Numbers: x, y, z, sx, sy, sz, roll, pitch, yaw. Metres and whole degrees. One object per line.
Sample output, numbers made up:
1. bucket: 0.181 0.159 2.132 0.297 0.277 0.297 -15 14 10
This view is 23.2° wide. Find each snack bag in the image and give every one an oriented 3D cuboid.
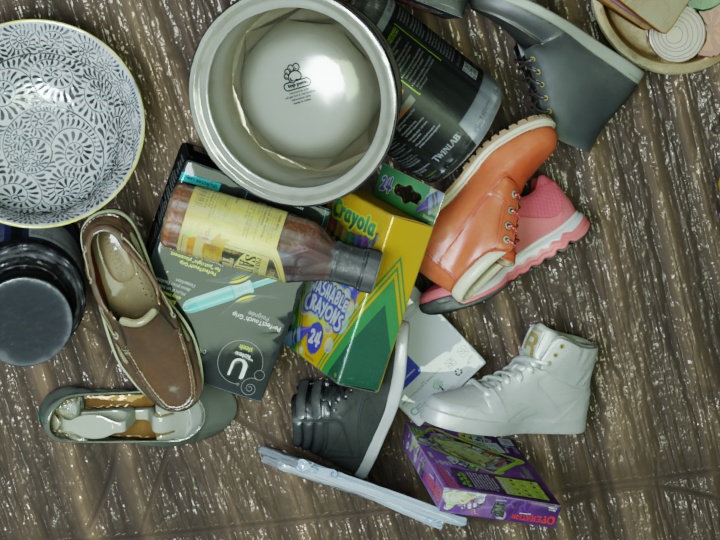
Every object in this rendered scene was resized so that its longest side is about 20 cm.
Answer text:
1. snack bag: 0.002 0.218 1.738 0.188 0.200 0.021 22 83 -13

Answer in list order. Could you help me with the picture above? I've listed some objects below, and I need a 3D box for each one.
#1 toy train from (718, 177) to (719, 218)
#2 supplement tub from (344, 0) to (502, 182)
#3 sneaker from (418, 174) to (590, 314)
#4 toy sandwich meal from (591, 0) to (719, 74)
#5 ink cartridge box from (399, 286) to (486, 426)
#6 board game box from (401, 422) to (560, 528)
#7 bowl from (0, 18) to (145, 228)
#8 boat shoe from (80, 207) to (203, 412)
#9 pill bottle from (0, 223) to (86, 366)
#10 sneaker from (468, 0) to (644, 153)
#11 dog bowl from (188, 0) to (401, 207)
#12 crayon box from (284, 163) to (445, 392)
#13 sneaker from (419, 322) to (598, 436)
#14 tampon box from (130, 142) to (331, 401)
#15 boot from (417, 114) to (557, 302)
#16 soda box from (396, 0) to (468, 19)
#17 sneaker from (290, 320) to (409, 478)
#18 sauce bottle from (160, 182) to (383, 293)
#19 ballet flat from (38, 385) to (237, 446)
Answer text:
1. toy train: 0.438 -0.107 1.814 0.150 0.056 0.201 -6 106 -9
2. supplement tub: 0.027 -0.187 1.691 0.200 0.123 0.123 37 94 -14
3. sneaker: 0.131 -0.026 1.773 0.200 0.074 0.087 -32 92 -16
4. toy sandwich meal: 0.317 -0.290 1.743 0.204 0.070 0.206 -2 102 -9
5. ink cartridge box: 0.027 0.055 1.787 0.099 0.039 0.200 -42 106 2
6. board game box: 0.117 0.202 1.749 0.120 0.200 0.032 14 101 -11
7. bowl: -0.304 -0.126 1.650 0.200 0.094 0.202 2 77 -7
8. boat shoe: -0.204 0.044 1.599 0.075 0.075 0.203 -26 102 1
9. pill bottle: -0.312 0.013 1.633 0.111 0.200 0.112 -3 110 -9
10. sneaker: 0.176 -0.199 1.737 0.200 0.075 0.106 29 97 -15
11. dog bowl: -0.052 -0.163 1.602 0.199 0.074 0.201 5 108 16
12. crayon box: 0.000 0.000 1.682 0.051 0.126 0.201 14 99 -31
13. sneaker: 0.153 0.105 1.785 0.199 0.074 0.116 1 107 -32
14. tampon box: -0.135 0.000 1.701 0.149 0.126 0.201 19 99 -10
15. boot: 0.135 -0.060 1.712 0.200 0.075 0.107 -45 68 1
16. soda box: 0.011 -0.305 1.688 0.199 0.071 0.064 18 93 -13
17. sneaker: -0.014 0.122 1.746 0.099 0.071 0.200 16 128 -4
18. sauce bottle: -0.080 -0.025 1.592 0.199 0.066 0.066 16 99 1
19. ballet flat: -0.221 0.150 1.753 0.199 0.064 0.068 0 102 -10
